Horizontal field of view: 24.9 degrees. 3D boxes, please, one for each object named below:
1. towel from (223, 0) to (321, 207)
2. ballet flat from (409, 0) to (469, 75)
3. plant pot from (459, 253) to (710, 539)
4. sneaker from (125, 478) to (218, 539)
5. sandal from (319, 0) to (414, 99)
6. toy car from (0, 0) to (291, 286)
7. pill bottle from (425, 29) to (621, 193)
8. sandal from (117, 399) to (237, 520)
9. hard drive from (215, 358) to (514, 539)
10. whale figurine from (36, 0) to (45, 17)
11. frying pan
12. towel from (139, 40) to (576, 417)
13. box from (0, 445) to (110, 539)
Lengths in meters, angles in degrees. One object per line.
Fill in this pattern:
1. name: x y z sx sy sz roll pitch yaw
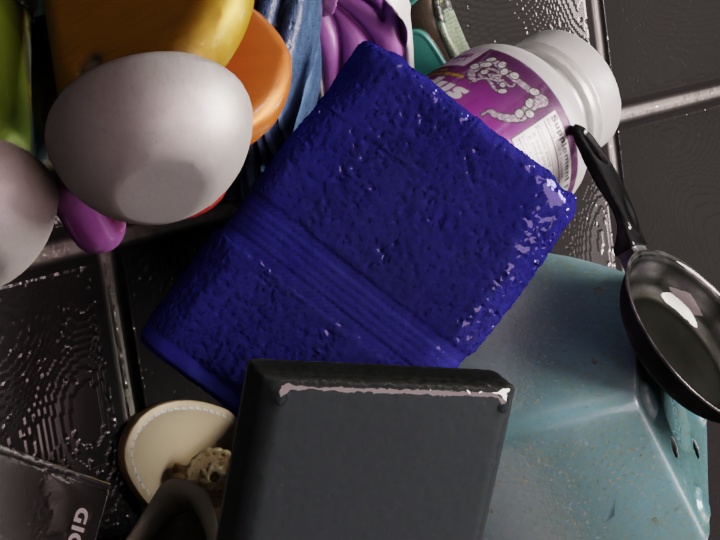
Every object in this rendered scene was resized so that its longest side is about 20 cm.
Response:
1. towel: -0.049 -0.108 0.882 0.200 0.048 0.112 92 13 -73
2. ballet flat: 0.026 -0.170 1.042 0.074 0.074 0.201 -43 122 -38
3. plant pot: 0.095 0.104 0.962 0.197 0.199 0.196 60 25 -28
4. sneaker: -0.118 0.191 0.832 0.201 0.067 0.090 -67 164 -49
5. sandal: -0.006 -0.158 0.980 0.050 0.082 0.204 -86 159 -68
6. toy car: -0.125 -0.071 0.711 0.150 0.199 0.176 55 18 -57
7. pill bottle: 0.064 -0.066 0.966 0.200 0.112 0.113 -36 115 -35
8. sandal: -0.044 0.140 0.952 0.212 0.069 0.078 43 60 -38
9. hard drive: -0.006 0.145 0.823 0.139 0.033 0.201 4 107 -25
10. whale figurine: -0.144 -0.162 0.839 0.159 0.103 0.201 53 25 -71
11. frying pan: 0.158 0.011 0.898 0.190 0.031 0.115 48 32 3
12. towel: 0.000 0.000 0.849 0.147 0.050 0.200 37 92 -4
13. box: -0.217 0.176 0.784 0.159 0.049 0.201 28 70 -41
